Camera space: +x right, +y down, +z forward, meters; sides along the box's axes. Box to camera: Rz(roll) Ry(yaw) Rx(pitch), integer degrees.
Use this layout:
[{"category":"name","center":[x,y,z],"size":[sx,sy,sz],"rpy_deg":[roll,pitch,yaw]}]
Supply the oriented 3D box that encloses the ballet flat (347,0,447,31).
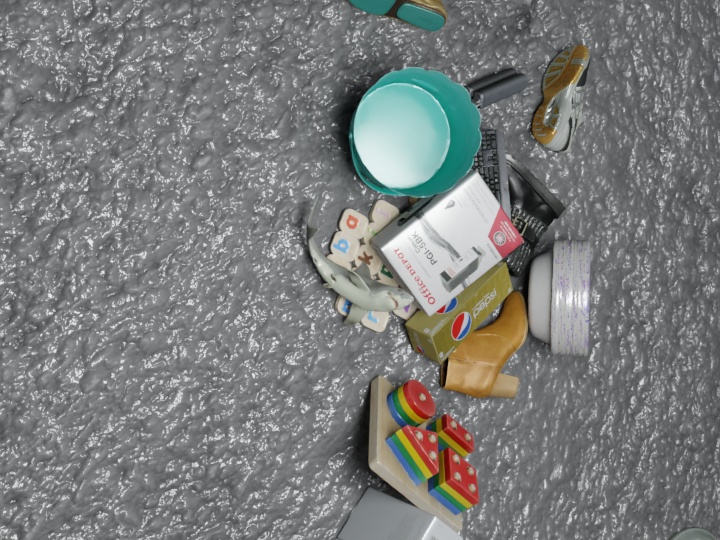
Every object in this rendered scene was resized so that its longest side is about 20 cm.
[{"category":"ballet flat","center":[0.053,-0.447,1.594],"size":[0.198,0.069,0.064],"rpy_deg":[14,56,-31]}]

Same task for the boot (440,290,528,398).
[{"category":"boot","center":[0.208,0.117,1.673],"size":[0.142,0.071,0.203],"rpy_deg":[14,70,-14]}]

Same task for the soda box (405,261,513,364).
[{"category":"soda box","center":[0.168,0.060,1.635],"size":[0.200,0.064,0.068],"rpy_deg":[-43,133,-25]}]

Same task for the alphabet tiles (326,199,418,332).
[{"category":"alphabet tiles","center":[0.031,-0.007,1.600],"size":[0.194,0.015,0.202],"rpy_deg":[27,78,-27]}]

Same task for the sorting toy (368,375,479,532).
[{"category":"sorting toy","center":[0.106,0.277,1.543],"size":[0.069,0.201,0.199],"rpy_deg":[-37,115,24]}]

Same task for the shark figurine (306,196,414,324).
[{"category":"shark figurine","center":[-0.020,-0.005,1.535],"size":[0.214,0.128,0.090],"rpy_deg":[41,45,-5]}]

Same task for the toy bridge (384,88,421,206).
[{"category":"toy bridge","center":[0.091,-0.206,1.625],"size":[0.067,0.027,0.202],"rpy_deg":[-20,99,-28]}]

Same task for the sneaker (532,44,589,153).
[{"category":"sneaker","center":[0.374,-0.308,1.769],"size":[0.087,0.075,0.202],"rpy_deg":[30,79,-42]}]

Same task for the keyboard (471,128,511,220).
[{"category":"keyboard","center":[0.186,-0.136,1.639],"size":[0.126,0.021,0.203],"rpy_deg":[-5,89,12]}]

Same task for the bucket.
[{"category":"bucket","center":[0.077,-0.212,1.529],"size":[0.205,0.135,0.210],"rpy_deg":[-1,95,-9]}]

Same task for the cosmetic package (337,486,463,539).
[{"category":"cosmetic package","center":[0.058,0.416,1.512],"size":[0.074,0.199,0.102],"rpy_deg":[42,73,-23]}]

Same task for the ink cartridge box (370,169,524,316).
[{"category":"ink cartridge box","center":[0.138,-0.046,1.565],"size":[0.199,0.083,0.147],"rpy_deg":[-39,106,-2]}]

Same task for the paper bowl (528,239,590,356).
[{"category":"paper bowl","center":[0.347,0.047,1.695],"size":[0.103,0.201,0.203],"rpy_deg":[1,90,14]}]

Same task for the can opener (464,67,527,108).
[{"category":"can opener","center":[0.203,-0.288,1.685],"size":[0.199,0.053,0.067],"rpy_deg":[-26,135,-27]}]

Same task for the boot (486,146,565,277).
[{"category":"boot","center":[0.239,-0.106,1.681],"size":[0.211,0.079,0.158],"rpy_deg":[40,86,-9]}]

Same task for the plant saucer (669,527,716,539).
[{"category":"plant saucer","center":[0.674,0.619,1.944],"size":[0.198,0.050,0.203],"rpy_deg":[0,90,-30]}]
